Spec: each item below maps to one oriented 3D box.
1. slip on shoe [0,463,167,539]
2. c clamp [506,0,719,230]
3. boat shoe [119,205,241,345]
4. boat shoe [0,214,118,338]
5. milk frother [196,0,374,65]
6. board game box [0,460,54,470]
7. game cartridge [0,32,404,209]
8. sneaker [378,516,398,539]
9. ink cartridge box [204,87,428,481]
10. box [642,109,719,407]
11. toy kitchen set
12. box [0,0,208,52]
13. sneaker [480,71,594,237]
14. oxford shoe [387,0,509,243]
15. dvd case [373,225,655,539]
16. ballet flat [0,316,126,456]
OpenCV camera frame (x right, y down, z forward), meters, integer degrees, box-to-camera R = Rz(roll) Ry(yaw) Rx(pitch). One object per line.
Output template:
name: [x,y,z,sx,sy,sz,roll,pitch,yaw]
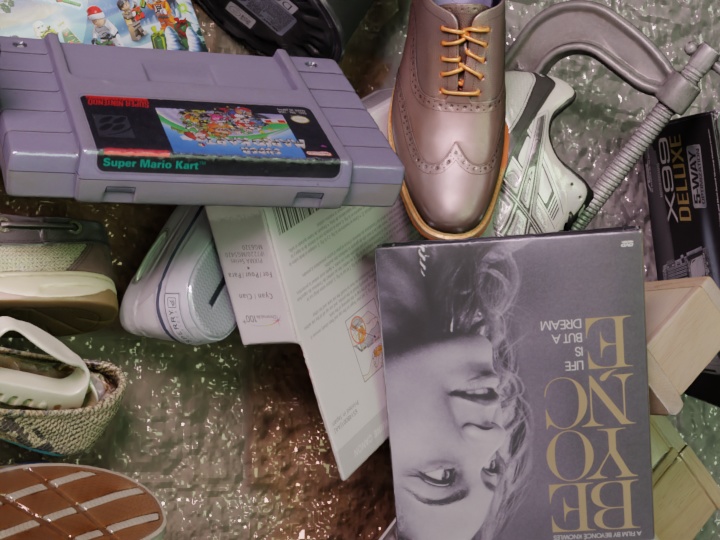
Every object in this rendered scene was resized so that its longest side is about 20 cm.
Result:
slip on shoe: [-0.191,0.151,0.636,0.200,0.076,0.061,-14,135,-38]
c clamp: [0.146,-0.079,0.837,0.171,0.027,0.200,45,109,11]
boat shoe: [-0.077,-0.037,0.767,0.200,0.067,0.074,-56,133,-43]
boat shoe: [-0.228,-0.003,0.686,0.199,0.073,0.065,6,61,-23]
milk frother: [-0.007,-0.242,0.736,0.180,0.200,0.188,44,68,-30]
board game box: [-0.246,0.167,0.669,0.200,0.062,0.200,34,71,-25]
game cartridge: [-0.087,-0.078,0.676,0.199,0.130,0.038,0,121,-23]
sneaker: [0.010,0.217,0.813,0.200,0.085,0.073,-41,65,-6]
ink cartridge box: [0.000,0.000,0.781,0.200,0.045,0.177,-37,117,-52]
box: [0.250,-0.009,0.905,0.050,0.158,0.201,-8,93,-5]
toy kitchen set: [0.170,0.136,0.842,0.163,0.180,0.200,-44,105,-23]
box: [-0.196,-0.150,0.720,0.200,0.040,0.137,-25,100,-28]
sneaker: [0.102,-0.026,0.802,0.087,0.076,0.201,-3,90,-2]
oxford shoe: [0.051,-0.116,0.748,0.071,0.073,0.201,0,75,1]
dvd case: [0.089,0.079,0.742,0.148,0.016,0.201,-4,102,5]
ballet flat: [-0.205,0.050,0.667,0.200,0.068,0.075,16,124,-44]
